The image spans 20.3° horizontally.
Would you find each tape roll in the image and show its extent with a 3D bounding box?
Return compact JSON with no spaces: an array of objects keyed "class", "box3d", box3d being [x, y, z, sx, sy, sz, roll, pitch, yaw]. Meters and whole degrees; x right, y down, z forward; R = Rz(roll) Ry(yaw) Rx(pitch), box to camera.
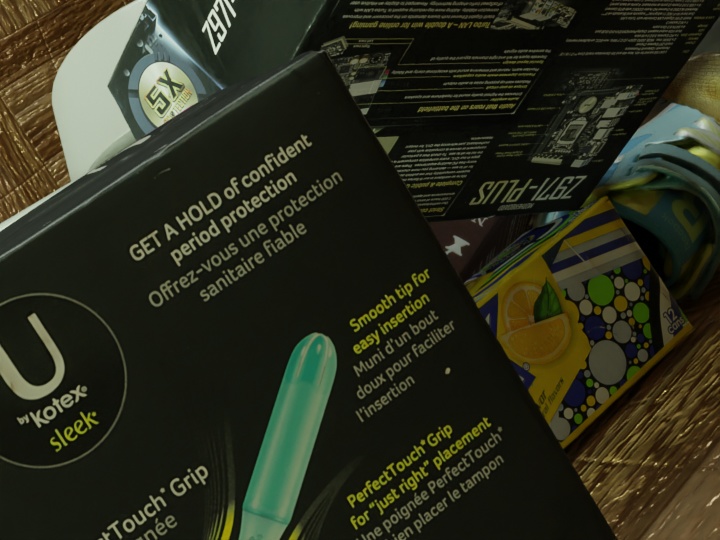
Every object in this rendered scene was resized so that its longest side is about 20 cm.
[{"class":"tape roll","box3d":[-0.068,-0.087,1.118,0.202,0.071,0.203,-14,-23,-6]}]

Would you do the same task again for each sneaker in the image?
[{"class":"sneaker","box3d":[0.166,-0.047,0.903,0.200,0.080,0.131,-40,5,11]}]

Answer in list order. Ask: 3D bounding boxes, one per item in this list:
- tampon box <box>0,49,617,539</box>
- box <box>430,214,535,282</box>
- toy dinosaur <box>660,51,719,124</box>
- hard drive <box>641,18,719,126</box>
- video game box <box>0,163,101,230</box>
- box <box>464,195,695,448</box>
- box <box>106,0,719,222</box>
[{"class":"tampon box","box3d":[-0.037,0.065,0.583,0.150,0.200,0.126,-35,9,-20]},{"class":"box","box3d":[0.000,0.000,0.938,0.200,0.100,0.075,-54,-15,-28]},{"class":"toy dinosaur","box3d":[0.165,-0.079,0.815,0.199,0.101,0.058,14,45,24]},{"class":"hard drive","box3d":[0.174,-0.114,1.035,0.131,0.026,0.200,-14,-13,15]},{"class":"video game box","box3d":[-0.102,0.030,1.050,0.200,0.183,0.047,-27,7,28]},{"class":"box","box3d":[0.040,0.054,0.796,0.200,0.070,0.064,-38,6,-35]},{"class":"box","box3d":[0.031,-0.100,0.764,0.199,0.086,0.164,-6,-37,-37]}]
